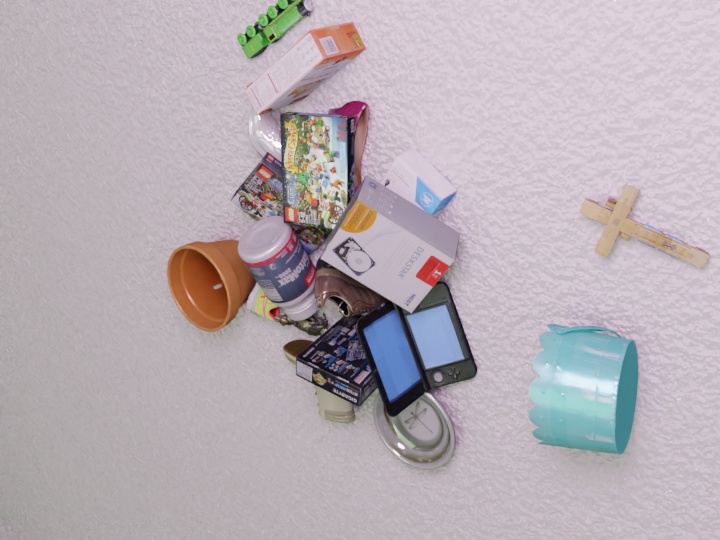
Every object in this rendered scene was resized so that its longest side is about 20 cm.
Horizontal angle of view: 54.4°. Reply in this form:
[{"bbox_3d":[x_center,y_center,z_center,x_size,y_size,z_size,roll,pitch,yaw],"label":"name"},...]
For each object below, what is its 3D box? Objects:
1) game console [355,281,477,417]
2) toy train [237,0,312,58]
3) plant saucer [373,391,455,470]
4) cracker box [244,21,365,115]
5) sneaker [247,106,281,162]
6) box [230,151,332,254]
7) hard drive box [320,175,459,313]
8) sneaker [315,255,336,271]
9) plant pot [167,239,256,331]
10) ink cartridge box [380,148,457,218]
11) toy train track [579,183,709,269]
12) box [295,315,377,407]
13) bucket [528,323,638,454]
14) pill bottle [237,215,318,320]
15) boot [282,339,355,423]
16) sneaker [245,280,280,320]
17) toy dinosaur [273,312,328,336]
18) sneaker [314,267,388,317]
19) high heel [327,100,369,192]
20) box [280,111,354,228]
[{"bbox_3d":[0.109,0.149,1.328,0.167,0.118,0.205,-17,101,22],"label":"game console"},{"bbox_3d":[-0.162,-0.469,1.330,0.197,0.042,0.057,-23,106,41],"label":"toy train"},{"bbox_3d":[0.119,0.316,1.466,0.196,0.050,0.205,17,119,31],"label":"plant saucer"},{"bbox_3d":[-0.101,-0.364,1.268,0.198,0.133,0.059,-26,96,41],"label":"cracker box"},{"bbox_3d":[-0.157,-0.246,1.412,0.097,0.078,0.204,-7,115,31],"label":"sneaker"},{"bbox_3d":[-0.147,-0.128,1.416,0.198,0.038,0.136,36,133,-17],"label":"box"},{"bbox_3d":[0.052,-0.044,1.236,0.197,0.078,0.157,29,129,-8],"label":"hard drive box"},{"bbox_3d":[0.000,0.000,1.416,0.196,0.073,0.083,3,145,35],"label":"sneaker"},{"bbox_3d":[-0.325,0.019,1.604,0.196,0.139,0.205,15,118,31],"label":"plant pot"},{"bbox_3d":[0.075,-0.106,1.297,0.116,0.066,0.201,43,129,11],"label":"ink cartridge box"},{"bbox_3d":[0.434,-0.061,1.077,0.197,0.032,0.117,28,117,17],"label":"toy train track"},{"bbox_3d":[-0.012,0.169,1.399,0.156,0.199,0.047,20,125,26],"label":"box"},{"bbox_3d":[0.365,0.192,1.133,0.132,0.206,0.213,6,114,31],"label":"bucket"},{"bbox_3d":[-0.155,0.001,1.431,0.117,0.121,0.202,4,139,35],"label":"pill bottle"},{"bbox_3d":[-0.093,0.251,1.585,0.197,0.072,0.158,18,126,35],"label":"boot"},{"bbox_3d":[-0.187,0.033,1.559,0.089,0.078,0.202,34,133,9],"label":"sneaker"},{"bbox_3d":[-0.101,0.118,1.541,0.196,0.048,0.090,24,137,18],"label":"toy dinosaur"},{"bbox_3d":[-0.010,0.060,1.361,0.070,0.196,0.078,-20,56,52],"label":"sneaker"},{"bbox_3d":[-0.008,-0.211,1.314,0.095,0.066,0.206,2,99,47],"label":"high heel"},{"bbox_3d":[-0.079,-0.184,1.296,0.133,0.038,0.206,7,110,20],"label":"box"}]
